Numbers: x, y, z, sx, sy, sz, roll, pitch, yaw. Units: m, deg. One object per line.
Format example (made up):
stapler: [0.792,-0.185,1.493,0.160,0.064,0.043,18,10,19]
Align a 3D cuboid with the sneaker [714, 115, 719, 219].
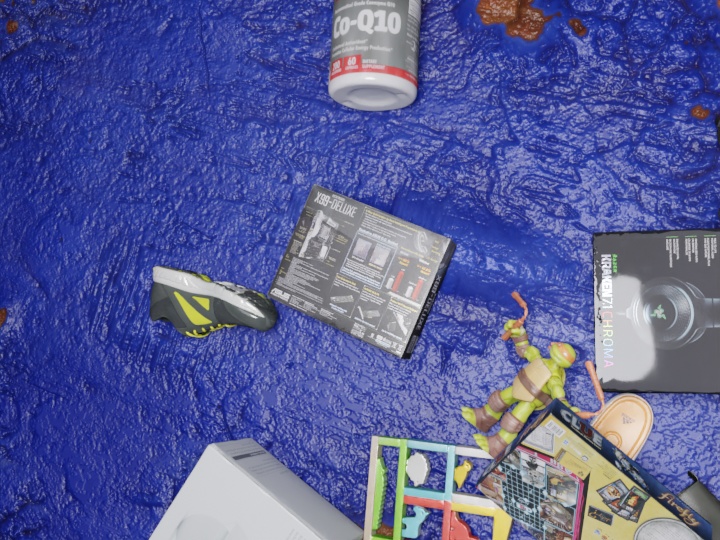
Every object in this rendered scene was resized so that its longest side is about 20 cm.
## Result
sneaker: [0.435,-0.141,0.873,0.083,0.077,0.202,16,84,36]

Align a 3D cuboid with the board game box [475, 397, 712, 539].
board game box: [0.239,0.245,0.819,0.200,0.035,0.136,40,122,5]

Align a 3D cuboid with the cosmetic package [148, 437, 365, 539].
cosmetic package: [-0.136,0.347,0.950,0.199,0.123,0.200,35,93,19]

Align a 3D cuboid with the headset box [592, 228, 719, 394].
headset box: [0.356,0.047,0.853,0.198,0.093,0.176,0,83,17]

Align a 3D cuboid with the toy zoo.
toy zoo: [0.104,0.273,0.933,0.198,0.020,0.133,3,84,21]

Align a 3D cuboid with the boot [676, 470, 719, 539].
boot: [0.341,0.332,0.839,0.200,0.078,0.138,-43,68,-5]

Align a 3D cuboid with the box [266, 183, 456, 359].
box: [0.000,0.000,0.991,0.199,0.050,0.159,22,89,18]

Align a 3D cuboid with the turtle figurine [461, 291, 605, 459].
turtle figurine: [0.190,0.130,0.901,0.161,0.064,0.201,-47,41,16]

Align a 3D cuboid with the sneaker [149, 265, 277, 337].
sneaker: [-0.198,0.055,1.041,0.199,0.074,0.085,17,94,27]

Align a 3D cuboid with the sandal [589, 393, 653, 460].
sandal: [0.256,0.228,0.877,0.079,0.059,0.208,30,93,18]

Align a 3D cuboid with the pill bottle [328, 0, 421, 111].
pill bottle: [0.020,-0.315,0.993,0.113,0.114,0.202,1,83,17]
